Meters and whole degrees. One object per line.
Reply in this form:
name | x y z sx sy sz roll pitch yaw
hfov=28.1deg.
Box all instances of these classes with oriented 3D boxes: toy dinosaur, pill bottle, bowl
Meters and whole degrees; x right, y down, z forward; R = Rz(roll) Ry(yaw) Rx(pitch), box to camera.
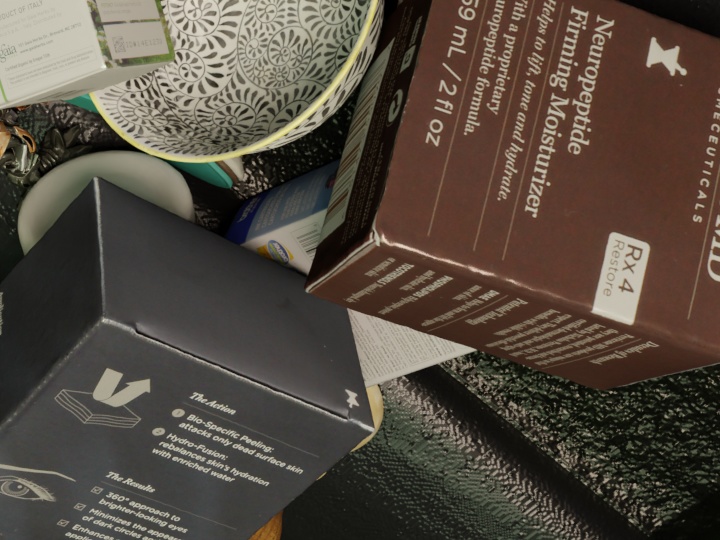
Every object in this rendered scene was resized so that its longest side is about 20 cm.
toy dinosaur | -0.254 -0.090 0.931 0.102 0.136 0.201 33 84 11
pill bottle | -0.158 0.027 0.987 0.113 0.115 0.201 8 137 11
bowl | -0.058 -0.148 0.845 0.199 0.203 0.094 -7 165 26

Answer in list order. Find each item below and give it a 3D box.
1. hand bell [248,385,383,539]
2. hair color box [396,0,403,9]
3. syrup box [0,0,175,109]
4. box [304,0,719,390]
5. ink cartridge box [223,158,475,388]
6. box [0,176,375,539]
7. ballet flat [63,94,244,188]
hand bell | -0.055 0.149 0.993 0.103 0.200 0.105 7 124 11
hair color box | 0.088 -0.230 0.787 0.110 0.064 0.201 12 124 9
syrup box | -0.176 -0.196 0.777 0.081 0.079 0.202 -14 95 23
box | 0.095 -0.047 0.784 0.199 0.167 0.164 17 166 -10
ink cartridge box | 0.000 0.000 0.955 0.199 0.077 0.137 -22 114 25
box | -0.133 0.079 0.877 0.196 0.118 0.200 26 124 -35
ballet flat | -0.144 -0.119 0.917 0.199 0.070 0.069 27 131 -35
